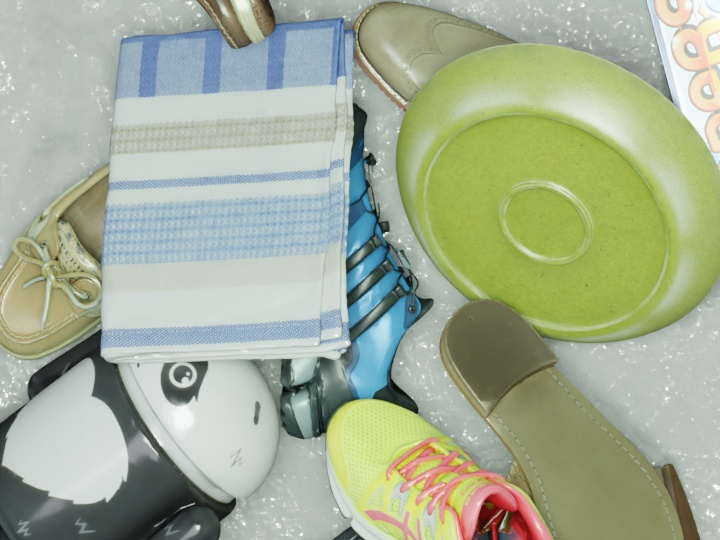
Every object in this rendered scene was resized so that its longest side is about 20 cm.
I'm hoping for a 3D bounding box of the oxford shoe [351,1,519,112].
[{"bbox_3d":[0.088,-0.105,1.676,0.199,0.075,0.071,26,72,2],"label":"oxford shoe"}]

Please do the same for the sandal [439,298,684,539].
[{"bbox_3d":[0.113,0.116,1.680,0.077,0.070,0.212,-30,78,-15],"label":"sandal"}]

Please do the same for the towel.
[{"bbox_3d":[-0.073,-0.043,1.655,0.146,0.024,0.201,-4,70,14],"label":"towel"}]

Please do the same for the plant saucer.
[{"bbox_3d":[0.108,-0.034,1.650,0.199,0.031,0.201,13,130,16],"label":"plant saucer"}]

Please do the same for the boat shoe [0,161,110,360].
[{"bbox_3d":[-0.148,-0.027,1.725,0.073,0.063,0.200,44,96,4],"label":"boat shoe"}]

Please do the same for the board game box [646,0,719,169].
[{"bbox_3d":[0.243,-0.113,1.681,0.135,0.034,0.201,-15,90,8],"label":"board game box"}]

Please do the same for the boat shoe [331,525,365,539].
[{"bbox_3d":[-0.017,0.197,1.715,0.200,0.062,0.075,-36,123,4],"label":"boat shoe"}]

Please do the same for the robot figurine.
[{"bbox_3d":[-0.142,0.112,1.699,0.200,0.125,0.151,-36,87,10],"label":"robot figurine"}]

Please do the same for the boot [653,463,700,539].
[{"bbox_3d":[0.138,0.225,1.699,0.146,0.070,0.201,-16,79,19],"label":"boot"}]

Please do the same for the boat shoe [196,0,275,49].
[{"bbox_3d":[-0.119,-0.194,1.688,0.075,0.075,0.203,-32,58,2],"label":"boat shoe"}]

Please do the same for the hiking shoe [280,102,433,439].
[{"bbox_3d":[0.000,0.000,1.710,0.086,0.074,0.201,3,102,-1],"label":"hiking shoe"}]

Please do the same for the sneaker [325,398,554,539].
[{"bbox_3d":[0.057,0.132,1.630,0.078,0.090,0.200,-34,63,-26],"label":"sneaker"}]
